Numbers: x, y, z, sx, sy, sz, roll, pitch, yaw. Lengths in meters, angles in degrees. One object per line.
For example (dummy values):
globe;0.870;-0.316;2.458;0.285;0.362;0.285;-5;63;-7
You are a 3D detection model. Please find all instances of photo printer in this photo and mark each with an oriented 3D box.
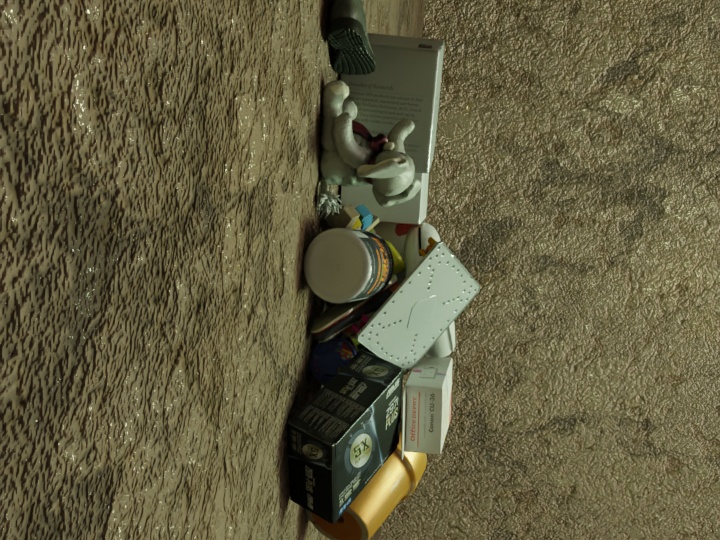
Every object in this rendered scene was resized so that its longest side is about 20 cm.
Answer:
photo printer;0.123;0.028;1.583;0.168;0.068;0.203;-87;165;-55

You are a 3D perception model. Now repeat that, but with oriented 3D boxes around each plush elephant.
plush elephant;0.019;-0.175;1.326;0.165;0.151;0.205;61;35;-79

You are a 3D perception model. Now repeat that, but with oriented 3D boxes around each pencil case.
pencil case;-0.036;0.168;1.493;0.200;0.076;0.089;69;29;-76

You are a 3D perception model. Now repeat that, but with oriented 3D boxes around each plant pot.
plant pot;-0.004;0.372;1.552;0.184;0.196;0.203;-56;155;-44

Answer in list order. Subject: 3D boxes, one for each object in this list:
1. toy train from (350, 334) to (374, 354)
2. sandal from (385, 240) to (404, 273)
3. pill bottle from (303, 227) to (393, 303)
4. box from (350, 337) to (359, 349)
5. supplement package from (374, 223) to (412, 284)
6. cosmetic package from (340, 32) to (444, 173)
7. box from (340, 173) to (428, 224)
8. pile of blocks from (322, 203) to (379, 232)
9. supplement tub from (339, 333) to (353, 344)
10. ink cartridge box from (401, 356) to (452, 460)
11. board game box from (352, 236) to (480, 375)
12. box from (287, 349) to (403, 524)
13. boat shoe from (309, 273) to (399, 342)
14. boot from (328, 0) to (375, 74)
toy train;-0.008;0.086;1.482;0.203;0.041;0.056;66;10;10
sandal;0.000;0.000;1.575;0.087;0.080;0.200;-37;-175;-21
pill bottle;-0.009;-0.009;1.336;0.200;0.104;0.109;-6;102;-75
box;0.006;0.077;1.649;0.201;0.049;0.076;-97;165;-58
supplement package;0.073;-0.037;1.752;0.202;0.118;0.122;-112;-173;-51
cosmetic package;0.052;-0.289;1.494;0.165;0.161;0.205;-68;163;-70
box;0.048;-0.148;1.631;0.200;0.148;0.109;-41;135;-80
pile of blocks;-0.018;-0.085;1.453;0.082;0.062;0.200;-41;168;-8
supplement tub;0.008;0.178;1.701;0.202;0.119;0.125;-75;169;-50
ink cartridge box;0.114;0.232;1.488;0.200;0.066;0.120;-46;137;-72
board game box;0.093;0.061;1.432;0.201;0.026;0.200;-48;146;1
box;-0.020;0.251;1.347;0.200;0.085;0.167;-40;142;-45
boat shoe;0.000;0.072;1.418;0.199;0.070;0.064;-31;108;-41
boot;-0.011;-0.380;1.311;0.200;0.066;0.134;67;24;-80
